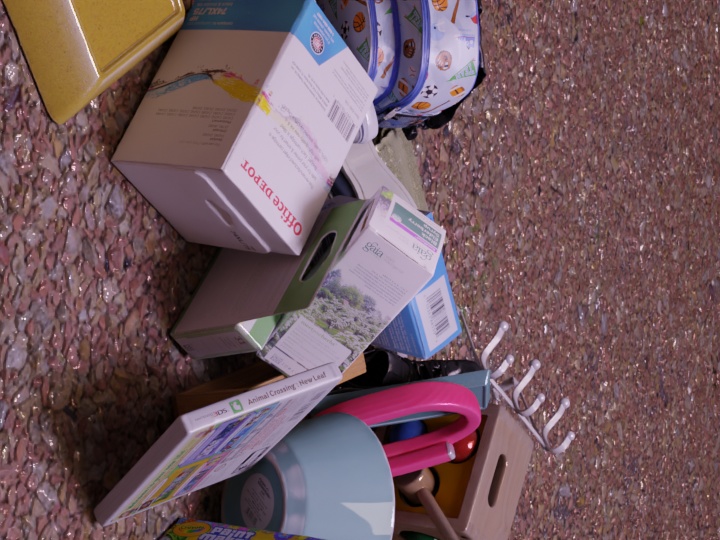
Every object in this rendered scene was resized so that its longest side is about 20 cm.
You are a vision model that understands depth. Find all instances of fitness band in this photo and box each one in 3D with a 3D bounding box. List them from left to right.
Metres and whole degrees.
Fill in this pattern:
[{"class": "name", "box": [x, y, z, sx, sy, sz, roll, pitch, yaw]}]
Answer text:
[{"class": "fitness band", "box": [0.034, 0.177, 1.817, 0.144, 0.199, 0.038, 60, 16, -56]}]

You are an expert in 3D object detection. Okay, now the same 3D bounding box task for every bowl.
[{"class": "bowl", "box": [-0.067, 0.241, 1.684, 0.105, 0.201, 0.202, 8, 85, -38]}]

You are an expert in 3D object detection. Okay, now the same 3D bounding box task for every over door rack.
[{"class": "over door rack", "box": [0.178, 0.120, 2.004, 0.067, 0.200, 0.148, -40, 114, -1]}]

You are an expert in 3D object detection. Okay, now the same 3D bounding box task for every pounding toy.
[{"class": "pounding toy", "box": [0.091, 0.249, 1.908, 0.142, 0.184, 0.201, 47, 54, -48]}]

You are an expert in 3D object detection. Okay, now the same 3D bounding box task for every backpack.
[{"class": "backpack", "box": [0.046, -0.251, 1.789, 0.154, 0.190, 0.201, -8, 87, -33]}]

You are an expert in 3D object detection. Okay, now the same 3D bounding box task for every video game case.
[{"class": "video game case", "box": [-0.132, 0.159, 1.536, 0.182, 0.200, 0.022, -17, 70, -41]}]

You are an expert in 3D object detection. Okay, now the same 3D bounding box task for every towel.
[{"class": "towel", "box": [0.046, -0.069, 1.919, 0.148, 0.036, 0.201, -58, 140, -62]}]

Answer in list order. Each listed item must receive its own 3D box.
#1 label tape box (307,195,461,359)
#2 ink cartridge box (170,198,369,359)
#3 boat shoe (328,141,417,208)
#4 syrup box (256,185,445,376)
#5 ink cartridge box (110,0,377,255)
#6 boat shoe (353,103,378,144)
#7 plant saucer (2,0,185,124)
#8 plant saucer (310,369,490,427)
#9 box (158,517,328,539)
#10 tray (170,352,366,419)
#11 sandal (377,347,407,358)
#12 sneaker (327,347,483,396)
[{"class": "label tape box", "box": [0.000, 0.000, 1.729, 0.066, 0.200, 0.144, -35, 122, -32]}, {"class": "ink cartridge box", "box": [-0.079, 0.010, 1.614, 0.048, 0.200, 0.146, 50, 51, -30]}, {"class": "boat shoe", "box": [0.000, -0.076, 1.787, 0.075, 0.062, 0.200, -31, 85, -37]}, {"class": "syrup box", "box": [-0.009, 0.022, 1.606, 0.079, 0.200, 0.082, 35, 32, -10]}, {"class": "ink cartridge box", "box": [-0.108, -0.139, 1.597, 0.147, 0.146, 0.200, 50, 56, -46]}, {"class": "boat shoe", "box": [-0.057, -0.212, 1.735, 0.067, 0.074, 0.200, -31, 92, -26]}, {"class": "plant saucer", "box": [-0.233, -0.262, 1.498, 0.200, 0.048, 0.200, -49, 131, -44]}, {"class": "plant saucer", "box": [0.045, 0.146, 1.822, 0.070, 0.199, 0.019, 85, -4, -58]}, {"class": "box", "box": [-0.129, 0.342, 1.558, 0.193, 0.199, 0.122, -43, 127, -46]}, {"class": "tray", "box": [-0.089, 0.116, 1.694, 0.200, 0.098, 0.037, -18, 98, -56]}, {"class": "sandal", "box": [0.013, 0.060, 1.861, 0.059, 0.079, 0.207, -24, 137, -15]}, {"class": "sneaker", "box": [0.041, 0.123, 1.851, 0.104, 0.199, 0.060, 80, 0, -63]}]
